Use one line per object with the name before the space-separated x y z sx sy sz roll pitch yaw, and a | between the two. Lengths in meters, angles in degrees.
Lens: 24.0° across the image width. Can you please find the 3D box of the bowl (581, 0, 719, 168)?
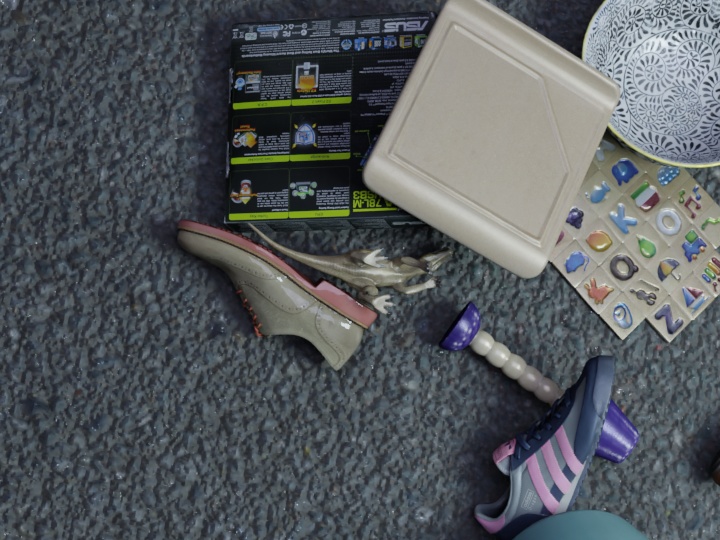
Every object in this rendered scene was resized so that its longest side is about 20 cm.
bowl | 0.300 -0.174 1.607 0.198 0.094 0.203 1 70 -2

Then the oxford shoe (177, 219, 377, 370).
oxford shoe | -0.087 0.020 1.528 0.199 0.070 0.075 29 91 4

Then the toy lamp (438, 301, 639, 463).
toy lamp | 0.167 0.106 1.557 0.199 0.058 0.058 36 76 -2

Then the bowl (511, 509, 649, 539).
bowl | 0.189 0.287 1.474 0.199 0.202 0.105 -7 37 -10

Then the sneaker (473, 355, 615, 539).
sneaker | 0.164 0.159 1.505 0.081 0.070 0.202 21 106 3

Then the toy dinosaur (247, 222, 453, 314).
toy dinosaur | 0.000 0.000 1.526 0.198 0.101 0.059 6 99 -23

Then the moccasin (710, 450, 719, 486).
moccasin | 0.418 0.158 1.583 0.200 0.074 0.078 -21 74 -22

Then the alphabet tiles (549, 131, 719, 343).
alphabet tiles | 0.262 -0.037 1.626 0.166 0.006 0.200 -42 88 -14

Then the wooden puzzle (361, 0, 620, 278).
wooden puzzle | 0.117 -0.120 1.503 0.184 0.037 0.201 29 76 -10

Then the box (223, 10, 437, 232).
box | -0.024 -0.134 1.547 0.198 0.048 0.195 -2 80 13
